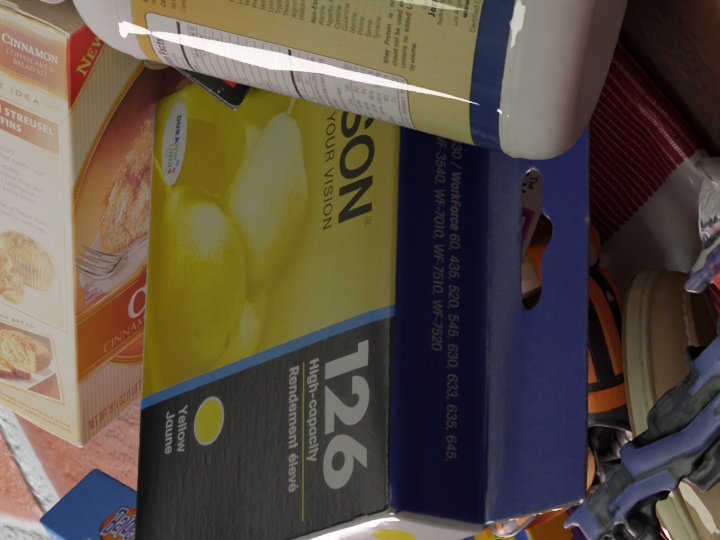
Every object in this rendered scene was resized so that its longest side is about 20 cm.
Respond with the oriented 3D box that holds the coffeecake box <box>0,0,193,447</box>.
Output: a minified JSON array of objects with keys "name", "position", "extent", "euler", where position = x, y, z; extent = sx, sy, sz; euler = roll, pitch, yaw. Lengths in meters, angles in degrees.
[{"name":"coffeecake box","position":[-0.096,-0.057,1.110],"extent":[0.073,0.153,0.201],"euler":[23,132,25]}]

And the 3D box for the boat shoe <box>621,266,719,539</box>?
[{"name":"boat shoe","position":[0.149,0.089,0.970],"extent":[0.065,0.072,0.201],"euler":[-18,93,24]}]

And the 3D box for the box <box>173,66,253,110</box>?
[{"name":"box","position":[-0.086,-0.170,0.962],"extent":[0.199,0.137,0.040],"euler":[36,-176,-6]}]

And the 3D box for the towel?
[{"name":"towel","position":[0.114,0.008,1.022],"extent":[0.200,0.023,0.144],"euler":[53,152,7]}]

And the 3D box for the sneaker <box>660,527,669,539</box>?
[{"name":"sneaker","position":[0.142,0.171,1.075],"extent":[0.200,0.078,0.115],"euler":[51,155,-10]}]

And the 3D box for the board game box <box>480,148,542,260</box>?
[{"name":"board game box","position":[0.000,0.000,1.015],"extent":[0.034,0.201,0.134],"euler":[19,-177,-38]}]

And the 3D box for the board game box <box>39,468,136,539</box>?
[{"name":"board game box","position":[-0.069,0.182,1.334],"extent":[0.152,0.045,0.200],"euler":[53,166,-21]}]

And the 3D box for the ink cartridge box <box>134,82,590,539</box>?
[{"name":"ink cartridge box","position":[-0.004,0.004,0.955],"extent":[0.199,0.047,0.199],"euler":[-24,56,46]}]

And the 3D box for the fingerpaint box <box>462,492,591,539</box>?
[{"name":"fingerpaint box","position":[0.072,0.151,1.189],"extent":[0.166,0.073,0.201],"euler":[12,130,53]}]

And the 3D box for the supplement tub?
[{"name":"supplement tub","position":[-0.010,-0.127,0.869],"extent":[0.199,0.145,0.145],"euler":[16,141,9]}]

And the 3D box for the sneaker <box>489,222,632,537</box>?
[{"name":"sneaker","position":[0.037,0.050,1.070],"extent":[0.200,0.077,0.113],"euler":[-10,101,59]}]

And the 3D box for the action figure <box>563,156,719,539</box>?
[{"name":"action figure","position":[0.167,0.046,0.897],"extent":[0.200,0.104,0.194],"euler":[-42,77,38]}]
